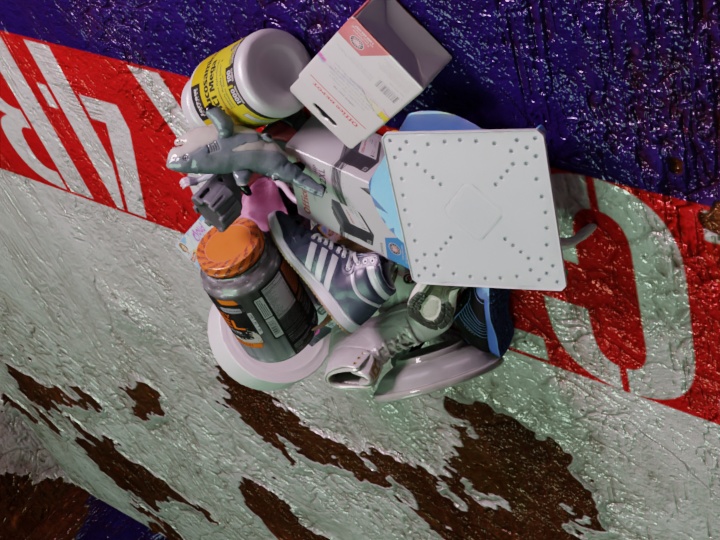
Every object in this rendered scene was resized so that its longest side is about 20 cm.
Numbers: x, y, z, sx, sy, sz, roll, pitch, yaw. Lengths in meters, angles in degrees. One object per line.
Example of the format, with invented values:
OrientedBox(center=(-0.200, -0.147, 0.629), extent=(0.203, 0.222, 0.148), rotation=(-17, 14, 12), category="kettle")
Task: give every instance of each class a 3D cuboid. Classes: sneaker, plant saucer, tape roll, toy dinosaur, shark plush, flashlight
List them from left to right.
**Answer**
OrientedBox(center=(-0.145, -0.133, 1.527), extent=(0.199, 0.084, 0.091), rotation=(24, 161, -15), category="shark plush")
OrientedBox(center=(-0.139, -0.134, 1.589), extent=(0.068, 0.200, 0.068), rotation=(29, 152, 17), category="flashlight")
OrientedBox(center=(-0.144, 0.092, 1.931), extent=(0.202, 0.203, 0.071), rotation=(43, 152, -6), category="tape roll")
OrientedBox(center=(-0.034, -0.022, 1.623), extent=(0.200, 0.108, 0.070), rotation=(52, -164, 0), category="sneaker")
OrientedBox(center=(0.000, 0.000, 1.687), extent=(0.101, 0.201, 0.058), rotation=(16, -179, 8), category="toy dinosaur")
OrientedBox(center=(0.040, 0.115, 1.683), extent=(0.199, 0.116, 0.074), rotation=(-19, 127, 26), category="sneaker")
OrientedBox(center=(0.061, 0.069, 1.787), extent=(0.088, 0.074, 0.200), rotation=(32, 140, 18), category="sneaker")
OrientedBox(center=(0.108, 0.139, 1.731), extent=(0.200, 0.200, 0.050), rotation=(-15, 94, 57), category="plant saucer")
OrientedBox(center=(0.118, -0.012, 1.579), extent=(0.077, 0.089, 0.200), rotation=(25, 137, -1), category="sneaker")
OrientedBox(center=(0.162, 0.047, 1.627), extent=(0.078, 0.070, 0.200), rotation=(20, 147, 24), category="sneaker")

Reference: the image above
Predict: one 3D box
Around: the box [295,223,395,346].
OrientedBox(center=(-0.058, 0.015, 1.801), extent=(0.132, 0.115, 0.200), rotation=(42, 153, -4), category="box")

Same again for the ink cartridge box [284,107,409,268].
OrientedBox(center=(0.008, -0.108, 1.572), extent=(0.199, 0.084, 0.145), rotation=(27, 150, 24), category="ink cartridge box")

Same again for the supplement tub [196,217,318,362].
OrientedBox(center=(-0.147, 0.027, 1.666), extent=(0.122, 0.123, 0.200), rotation=(16, 148, 37), category="supplement tub")

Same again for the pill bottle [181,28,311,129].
OrientedBox(center=(-0.155, -0.238, 1.549), extent=(0.113, 0.113, 0.200), rotation=(50, 151, -19), category="pill bottle")

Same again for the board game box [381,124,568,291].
OrientedBox(center=(0.135, -0.073, 1.372), extent=(0.199, 0.026, 0.201), rotation=(2, 120, 29), category="board game box")

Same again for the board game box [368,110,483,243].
OrientedBox(center=(0.103, -0.106, 1.416), extent=(0.158, 0.039, 0.200), rotation=(37, 131, 6), category="board game box")

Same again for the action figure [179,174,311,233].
OrientedBox(center=(-0.160, -0.131, 1.726), extent=(0.149, 0.134, 0.201), rotation=(-36, 77, 29), category="action figure")

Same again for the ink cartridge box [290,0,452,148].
OrientedBox(center=(0.006, -0.234, 1.407), extent=(0.116, 0.068, 0.200), rotation=(44, 151, -8), category="ink cartridge box")

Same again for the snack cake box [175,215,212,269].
OrientedBox(center=(-0.222, -0.052, 1.955), extent=(0.115, 0.067, 0.200), rotation=(42, 152, -6), category="snack cake box")

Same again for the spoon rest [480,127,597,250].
OrientedBox(center=(0.186, -0.093, 1.401), extent=(0.200, 0.061, 0.099), rotation=(40, 152, -3), category="spoon rest")
